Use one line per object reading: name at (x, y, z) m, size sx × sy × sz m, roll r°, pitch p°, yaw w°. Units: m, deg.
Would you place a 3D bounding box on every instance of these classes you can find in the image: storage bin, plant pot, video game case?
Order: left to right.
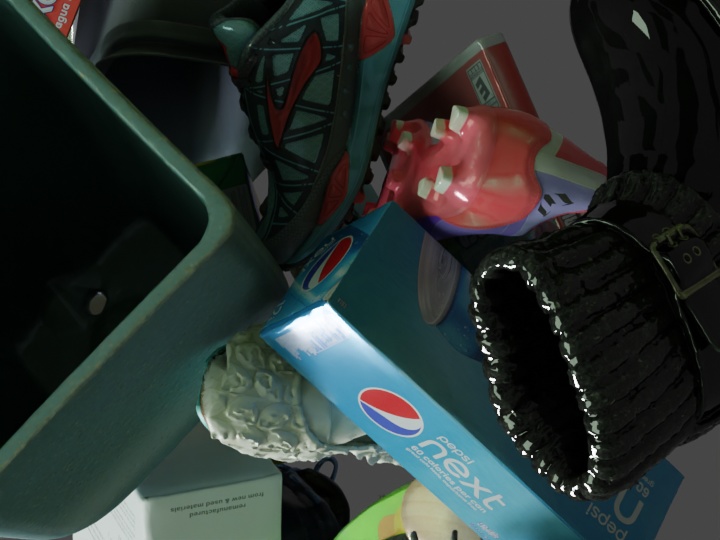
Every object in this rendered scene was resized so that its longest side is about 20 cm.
plant pot at (-0.149, 0.012, 1.105) m, size 0.196 × 0.196 × 0.200 m, roll 44°, pitch -178°, yaw 25°
storage bin at (-0.090, -0.136, 1.237) m, size 0.200 × 0.145 × 0.135 m, roll 141°, pitch 133°, yaw -64°
video game case at (0.075, -0.004, 1.119) m, size 0.201 × 0.017 × 0.143 m, roll 67°, pitch 154°, yaw 5°

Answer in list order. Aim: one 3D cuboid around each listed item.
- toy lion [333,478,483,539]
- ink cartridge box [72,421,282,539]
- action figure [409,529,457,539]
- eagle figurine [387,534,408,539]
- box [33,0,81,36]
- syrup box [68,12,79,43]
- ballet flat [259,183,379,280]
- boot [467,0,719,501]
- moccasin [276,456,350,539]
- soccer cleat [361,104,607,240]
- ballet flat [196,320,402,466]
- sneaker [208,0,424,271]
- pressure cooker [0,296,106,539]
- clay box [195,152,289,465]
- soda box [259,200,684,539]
toy lion at (0.042, 0.218, 1.169) m, size 0.191 × 0.069 × 0.201 m, roll -34°, pitch 84°, yaw 29°
ink cartridge box at (-0.106, 0.178, 1.268) m, size 0.145 × 0.083 × 0.201 m, roll -136°, pitch 43°, yaw -57°
action figure at (0.100, 0.192, 1.019) m, size 0.119 × 0.199 × 0.102 m, roll -23°, pitch 43°, yaw 54°
eagle figurine at (0.003, 0.249, 1.293) m, size 0.152 × 0.150 × 0.200 m, roll 58°, pitch 154°, yaw 26°
box at (-0.191, -0.183, 1.223) m, size 0.103 × 0.094 × 0.201 m, roll -93°, pitch 27°, yaw -63°
syrup box at (-0.159, -0.192, 1.366) m, size 0.079 × 0.081 × 0.201 m, roll 51°, pitch 149°, yaw 35°
ballet flat at (0.000, 0.000, 1.163) m, size 0.064 × 0.067 × 0.200 m, roll -58°, pitch 32°, yaw 14°
boot at (0.101, -0.028, 0.885) m, size 0.212 × 0.157 × 0.079 m, roll 63°, pitch 154°, yaw 13°
moccasin at (-0.035, 0.161, 1.377) m, size 0.200 × 0.068 × 0.081 m, roll -107°, pitch -6°, yaw -84°
soccer cleat at (0.053, -0.038, 1.051) m, size 0.200 × 0.076 × 0.067 m, roll 162°, pitch 125°, yaw -77°
ballet flat at (0.003, 0.059, 1.094) m, size 0.071 × 0.200 × 0.072 m, roll -4°, pitch 83°, yaw 34°
sneaker at (-0.034, -0.100, 1.103) m, size 0.079 × 0.095 × 0.201 m, roll -120°, pitch 45°, yaw -70°
pressure cooker at (-0.193, 0.071, 1.394) m, size 0.177 × 0.199 × 0.179 m, roll 70°, pitch 161°, yaw 5°
clay box at (-0.060, 0.032, 1.296) m, size 0.200 × 0.047 × 0.115 m, roll 72°, pitch -176°, yaw -62°
soda box at (0.054, 0.063, 1.040) m, size 0.200 × 0.068 × 0.064 m, roll 43°, pitch 146°, yaw -15°
